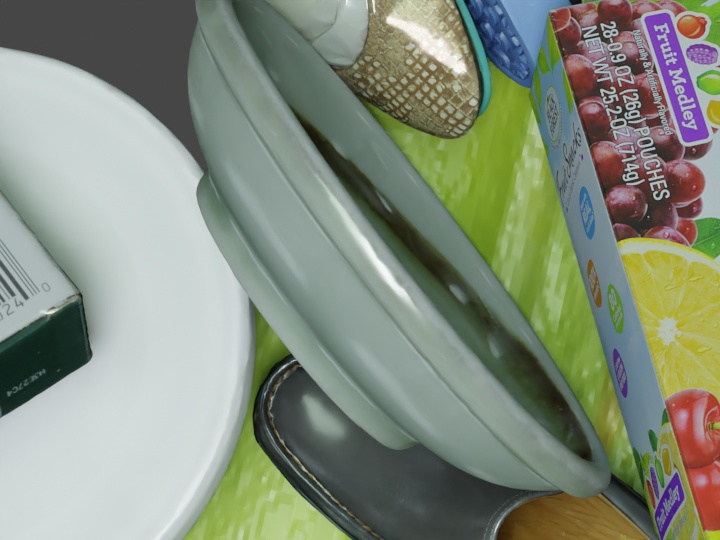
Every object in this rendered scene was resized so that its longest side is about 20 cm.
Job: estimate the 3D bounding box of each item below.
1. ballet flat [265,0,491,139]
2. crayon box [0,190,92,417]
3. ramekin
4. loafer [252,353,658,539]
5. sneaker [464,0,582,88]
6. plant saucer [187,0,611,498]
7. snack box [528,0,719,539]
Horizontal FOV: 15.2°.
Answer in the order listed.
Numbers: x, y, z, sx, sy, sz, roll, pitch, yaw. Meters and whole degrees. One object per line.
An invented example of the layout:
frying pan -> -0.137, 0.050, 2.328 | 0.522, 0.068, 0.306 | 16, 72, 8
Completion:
ballet flat -> -0.028, -0.124, 0.930 | 0.065, 0.071, 0.200 | -18, 68, -35
crayon box -> -0.189, -0.021, 0.831 | 0.127, 0.051, 0.200 | -32, 68, -16
ramekin -> -0.129, 0.031, 0.910 | 0.202, 0.094, 0.203 | -1, 81, 7
loafer -> 0.051, 0.080, 0.888 | 0.200, 0.072, 0.073 | 26, 86, 11
sneaker -> 0.040, -0.164, 0.929 | 0.078, 0.070, 0.200 | -26, 84, -10
plant saucer -> 0.000, 0.000, 0.838 | 0.050, 0.200, 0.200 | -38, 78, 8
snack box -> 0.160, 0.001, 0.854 | 0.168, 0.068, 0.201 | -11, 70, -8
